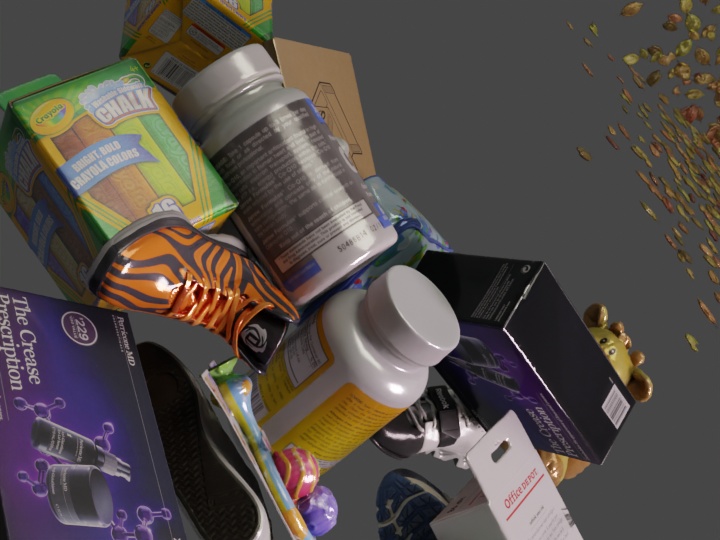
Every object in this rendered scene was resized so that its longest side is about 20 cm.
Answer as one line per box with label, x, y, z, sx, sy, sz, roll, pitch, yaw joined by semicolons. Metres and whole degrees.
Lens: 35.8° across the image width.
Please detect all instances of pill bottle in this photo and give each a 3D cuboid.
pill bottle;-0.066;-0.079;0.932;0.201;0.113;0.114;57;28;2
pill bottle;-0.014;0.087;0.945;0.112;0.200;0.113;34;31;-24

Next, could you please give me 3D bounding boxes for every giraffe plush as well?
giraffe plush;0.249;0.134;1.303;0.173;0.162;0.200;49;28;2

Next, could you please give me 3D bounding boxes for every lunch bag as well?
lunch bag;0.000;0.000;1.085;0.083;0.161;0.200;49;5;17

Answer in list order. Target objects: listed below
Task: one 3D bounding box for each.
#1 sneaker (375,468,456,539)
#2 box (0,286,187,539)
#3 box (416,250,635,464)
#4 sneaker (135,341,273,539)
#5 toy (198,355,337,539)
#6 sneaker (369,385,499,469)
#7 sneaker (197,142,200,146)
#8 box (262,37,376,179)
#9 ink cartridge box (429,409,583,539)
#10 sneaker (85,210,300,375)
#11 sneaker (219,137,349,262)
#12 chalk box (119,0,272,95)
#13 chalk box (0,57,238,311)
sneaker;0.084;0.249;1.036;0.200;0.077;0.085;49;20;-20
box;-0.212;0.118;0.758;0.140;0.079;0.201;19;40;-48
box;0.140;0.079;1.019;0.079;0.140;0.200;-53;125;-21
sneaker;-0.132;0.148;0.868;0.201;0.072;0.085;55;-8;28
toy;-0.058;0.155;0.874;0.201;0.047;0.115;58;-3;-3
sneaker;0.083;0.146;1.134;0.199;0.088;0.075;15;44;-45
sneaker;-0.158;-0.081;1.078;0.114;0.075;0.200;51;25;9
box;-0.032;-0.130;1.142;0.163;0.021;0.202;-8;86;-64
ink cartridge box;0.134;0.237;0.966;0.116;0.066;0.202;-27;89;-57
sneaker;-0.108;0.020;0.828;0.112;0.078;0.199;42;17;21
sneaker;-0.096;-0.062;1.027;0.081;0.200;0.076;48;-2;3
chalk box;-0.181;-0.299;1.250;0.124;0.124;0.201;31;33;-30
chalk box;-0.217;-0.082;0.908;0.124;0.124;0.201;-32;82;-36
